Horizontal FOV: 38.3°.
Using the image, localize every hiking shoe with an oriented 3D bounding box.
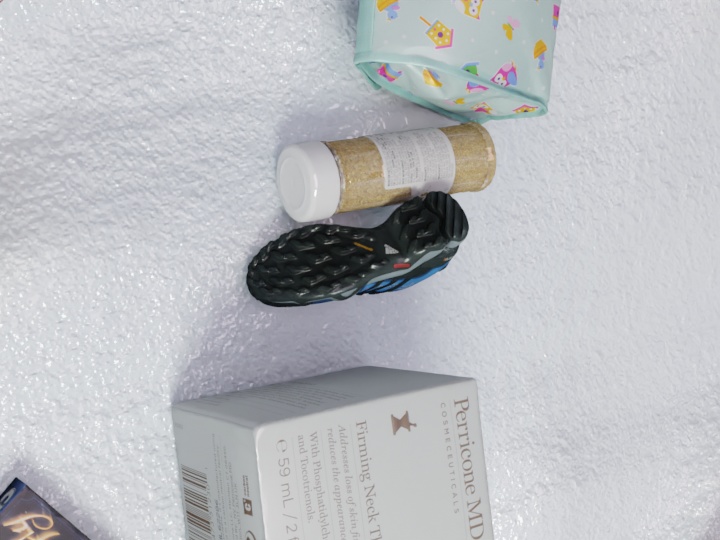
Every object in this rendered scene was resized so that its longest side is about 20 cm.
[{"bbox_3d":[0.000,0.000,0.906,0.199,0.087,0.075,-15,60,-10],"label":"hiking shoe"}]

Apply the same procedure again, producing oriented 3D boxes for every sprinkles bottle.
[{"bbox_3d":[0.026,-0.091,0.927,0.200,0.068,0.068,-12,95,-30],"label":"sprinkles bottle"}]

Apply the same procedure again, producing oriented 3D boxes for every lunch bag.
[{"bbox_3d":[0.078,-0.237,0.934,0.200,0.122,0.171,11,84,-36],"label":"lunch bag"}]

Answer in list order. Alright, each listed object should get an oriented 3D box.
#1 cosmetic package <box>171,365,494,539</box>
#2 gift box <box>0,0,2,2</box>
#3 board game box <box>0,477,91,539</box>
[{"bbox_3d":[-0.024,0.177,0.835,0.200,0.166,0.168,-9,93,-32],"label":"cosmetic package"},{"bbox_3d":[-0.322,-0.234,0.659,0.200,0.184,0.187,-14,94,-24],"label":"gift box"},{"bbox_3d":[-0.231,0.274,0.785,0.200,0.035,0.136,48,67,-21],"label":"board game box"}]
